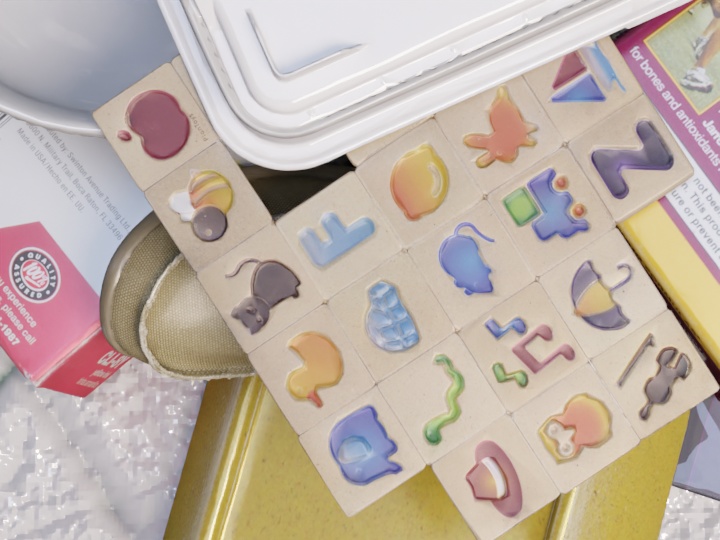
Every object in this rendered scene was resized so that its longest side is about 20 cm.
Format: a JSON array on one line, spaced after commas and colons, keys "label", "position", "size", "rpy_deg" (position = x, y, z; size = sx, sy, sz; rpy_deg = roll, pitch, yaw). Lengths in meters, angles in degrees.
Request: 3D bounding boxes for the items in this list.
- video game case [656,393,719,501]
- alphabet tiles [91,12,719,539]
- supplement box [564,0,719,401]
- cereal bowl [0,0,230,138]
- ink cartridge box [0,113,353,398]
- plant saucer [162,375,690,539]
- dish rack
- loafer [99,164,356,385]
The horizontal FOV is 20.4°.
[{"label": "video game case", "position": [0.230, 0.044, 0.786], "size": [0.198, 0.019, 0.144], "rpy_deg": [17, 84, 10]}, {"label": "alphabet tiles", "position": [0.029, -0.016, 0.693], "size": [0.167, 0.008, 0.201], "rpy_deg": [-33, 88, -1]}, {"label": "supplement box", "position": [0.179, -0.062, 0.746], "size": [0.199, 0.103, 0.131], "rpy_deg": [-35, 81, 3]}, {"label": "cereal bowl", "position": [-0.087, -0.148, 0.738], "size": [0.198, 0.083, 0.202], "rpy_deg": [0, 91, -1]}, {"label": "ink cartridge box", "position": [-0.090, -0.067, 0.820], "size": [0.200, 0.083, 0.145], "rpy_deg": [-40, 78, 1]}, {"label": "plant saucer", "position": [0.010, 0.114, 0.786], "size": [0.198, 0.048, 0.202], "rpy_deg": [14, 84, 15]}, {"label": "dish rack", "position": [0.016, -0.144, 0.674], "size": [0.199, 0.044, 0.173], "rpy_deg": [-24, 88, 0]}, {"label": "loafer", "position": [0.000, 0.000, 0.761], "size": [0.198, 0.067, 0.077], "rpy_deg": [-14, 121, -20]}]
